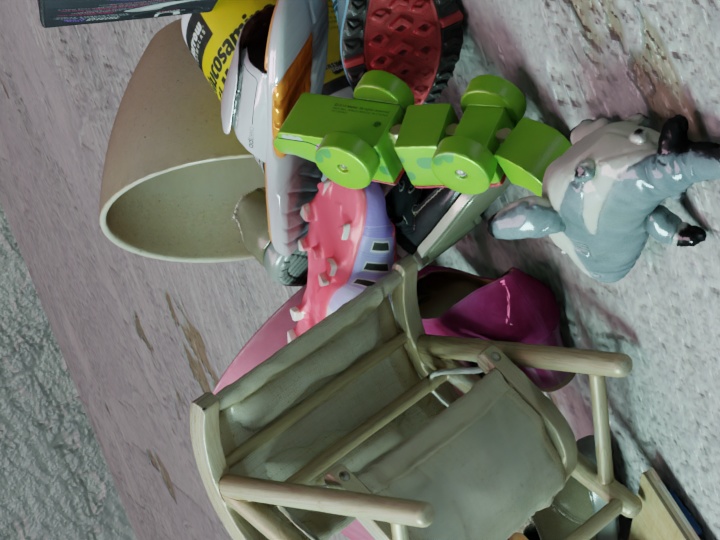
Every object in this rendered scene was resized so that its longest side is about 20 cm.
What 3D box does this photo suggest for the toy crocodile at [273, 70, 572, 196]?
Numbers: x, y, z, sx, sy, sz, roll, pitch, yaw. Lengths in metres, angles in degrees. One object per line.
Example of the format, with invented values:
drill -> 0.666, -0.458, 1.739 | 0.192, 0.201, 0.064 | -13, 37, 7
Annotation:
toy crocodile -> 0.038, -0.075, 1.534 | 0.199, 0.068, 0.062 | 6, 142, 29

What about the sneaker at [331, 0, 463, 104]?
sneaker -> 0.012, -0.195, 1.586 | 0.096, 0.079, 0.201 | -114, 13, -65

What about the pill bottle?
pill bottle -> -0.055, -0.154, 1.763 | 0.201, 0.112, 0.113 | 58, 163, 26

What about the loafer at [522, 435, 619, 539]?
loafer -> 0.137, 0.193, 1.703 | 0.075, 0.069, 0.201 | -101, 2, -54

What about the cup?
cup -> -0.101, -0.109, 1.908 | 0.201, 0.198, 0.144 | 104, 161, -67

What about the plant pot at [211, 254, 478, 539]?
plant pot -> 0.014, 0.111, 1.836 | 0.179, 0.200, 0.200 | 43, 159, 16

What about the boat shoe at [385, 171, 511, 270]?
boat shoe -> 0.049, -0.053, 1.642 | 0.066, 0.074, 0.199 | 52, 173, 4

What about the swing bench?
swing bench -> 0.035, 0.114, 1.561 | 0.199, 0.198, 0.131 | 23, 134, 38

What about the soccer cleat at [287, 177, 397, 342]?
soccer cleat -> 0.000, 0.000, 1.674 | 0.201, 0.076, 0.067 | 103, 150, -49

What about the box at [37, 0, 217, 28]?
box -> -0.151, -0.221, 1.627 | 0.200, 0.121, 0.107 | 173, 92, -83

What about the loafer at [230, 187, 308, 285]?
loafer -> -0.038, -0.027, 1.847 | 0.070, 0.075, 0.200 | 44, -177, 15

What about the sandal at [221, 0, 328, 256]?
sandal -> -0.062, -0.099, 1.629 | 0.059, 0.079, 0.208 | 16, 129, 16

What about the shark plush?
shark plush -> 0.158, -0.046, 1.373 | 0.083, 0.091, 0.200 | 47, 145, -7

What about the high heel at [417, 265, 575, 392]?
high heel -> 0.063, 0.012, 1.690 | 0.200, 0.067, 0.096 | 35, 157, 54

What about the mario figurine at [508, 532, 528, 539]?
mario figurine -> 0.118, 0.236, 1.612 | 0.199, 0.124, 0.106 | 37, 142, -13

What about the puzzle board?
puzzle board -> 0.227, 0.235, 1.594 | 0.201, 0.017, 0.151 | 59, 165, 27
